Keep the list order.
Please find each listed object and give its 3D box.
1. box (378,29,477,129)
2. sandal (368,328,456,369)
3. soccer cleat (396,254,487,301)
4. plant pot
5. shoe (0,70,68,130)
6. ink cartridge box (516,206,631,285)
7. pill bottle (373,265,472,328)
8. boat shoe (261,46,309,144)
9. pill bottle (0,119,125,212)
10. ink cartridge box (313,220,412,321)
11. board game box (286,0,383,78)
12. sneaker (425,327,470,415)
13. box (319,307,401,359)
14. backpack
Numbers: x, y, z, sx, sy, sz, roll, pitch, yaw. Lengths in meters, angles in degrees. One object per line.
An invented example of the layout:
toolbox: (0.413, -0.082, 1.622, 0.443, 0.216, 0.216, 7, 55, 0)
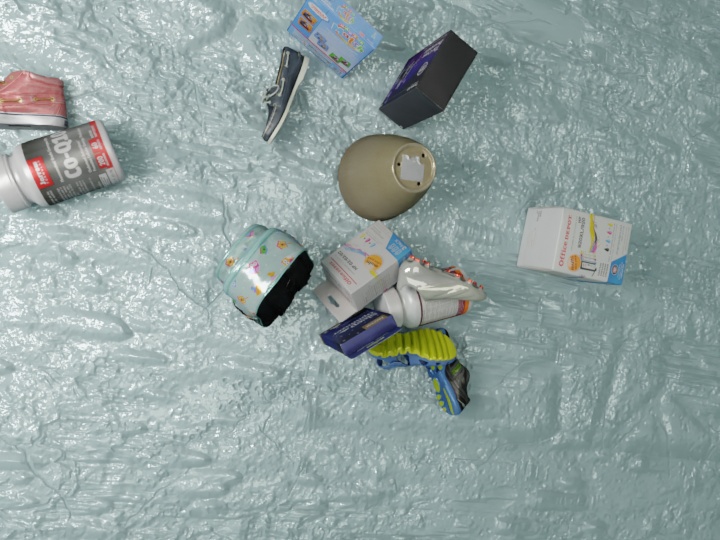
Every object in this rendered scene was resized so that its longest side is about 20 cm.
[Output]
box: (0.133, -0.385, 1.227, 0.078, 0.200, 0.142, 31, 82, -18)
sandal: (0.109, 0.176, 1.295, 0.197, 0.088, 0.080, 5, 49, 1)
soccer cleat: (0.166, 0.034, 1.227, 0.198, 0.069, 0.078, 20, 98, -15)
plant pot: (0.070, -0.196, 1.215, 0.185, 0.200, 0.190, -1, 94, -19)
shoe: (-0.621, -0.298, 1.040, 0.198, 0.071, 0.092, -3, 92, -24)
ink cartridge box: (0.498, -0.057, 1.401, 0.198, 0.144, 0.149, 10, 90, -19)
pill bottle: (0.136, 0.062, 1.298, 0.198, 0.109, 0.111, -13, 97, -18)
boat shoe: (-0.163, -0.352, 1.192, 0.061, 0.075, 0.202, 23, 84, -20)
pill bottle: (-0.531, -0.181, 1.050, 0.198, 0.114, 0.115, -24, 100, -17)
ink cartridge box: (0.000, 0.000, 1.239, 0.199, 0.115, 0.068, -36, 144, -14)
board game box: (-0.055, -0.460, 1.158, 0.151, 0.200, 0.037, 37, 81, -17)
sneaker: (0.201, 0.226, 1.360, 0.082, 0.070, 0.202, -21, 97, -39)
box: (-0.003, 0.123, 1.204, 0.120, 0.200, 0.033, -29, 101, -16)
backpack: (-0.182, 0.003, 1.137, 0.153, 0.200, 0.176, 41, 81, 0)
